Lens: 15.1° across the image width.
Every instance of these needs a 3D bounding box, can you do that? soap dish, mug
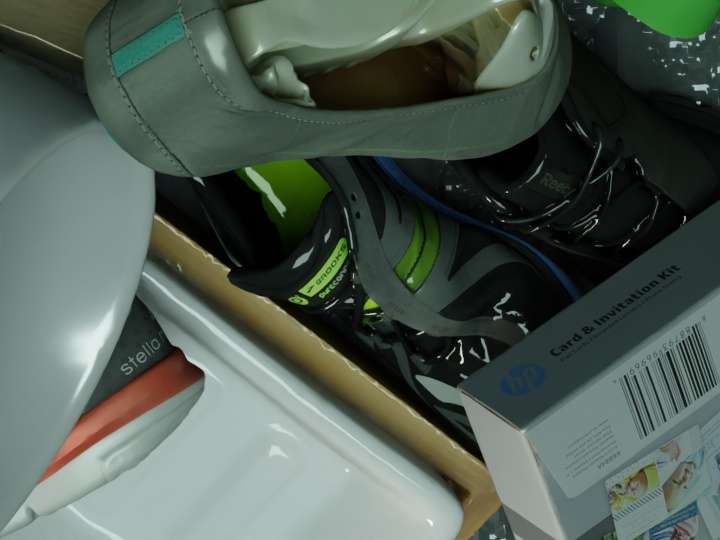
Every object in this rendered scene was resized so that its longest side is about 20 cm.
[{"bbox_3d":[-0.073,0.060,0.929,0.200,0.081,0.157,38,110,-14],"label":"soap dish"},{"bbox_3d":[-0.180,0.006,0.724,0.175,0.200,0.148,27,148,15],"label":"mug"}]

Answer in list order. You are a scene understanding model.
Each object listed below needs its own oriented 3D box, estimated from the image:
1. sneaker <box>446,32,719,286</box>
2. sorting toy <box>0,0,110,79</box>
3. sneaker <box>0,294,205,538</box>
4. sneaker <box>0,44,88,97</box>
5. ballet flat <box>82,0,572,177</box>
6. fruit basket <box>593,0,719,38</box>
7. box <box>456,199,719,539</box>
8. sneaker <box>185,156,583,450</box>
[{"bbox_3d":[0.071,-0.032,0.877,0.200,0.091,0.076,36,110,-16],"label":"sneaker"},{"bbox_3d":[-0.102,-0.162,0.789,0.199,0.070,0.199,23,74,-8],"label":"sorting toy"},{"bbox_3d":[-0.149,0.058,0.851,0.200,0.077,0.082,-31,98,-1],"label":"sneaker"},{"bbox_3d":[-0.126,-0.143,0.856,0.200,0.075,0.100,39,74,-2],"label":"sneaker"},{"bbox_3d":[0.012,-0.065,0.739,0.064,0.200,0.068,-34,77,40],"label":"ballet flat"},{"bbox_3d":[0.078,-0.162,0.789,0.155,0.216,0.216,33,111,-12],"label":"fruit basket"},{"bbox_3d":[0.130,0.076,0.889,0.156,0.041,0.200,-34,124,-17],"label":"box"},{"bbox_3d":[0.000,0.000,0.881,0.200,0.083,0.071,45,126,-4],"label":"sneaker"}]
